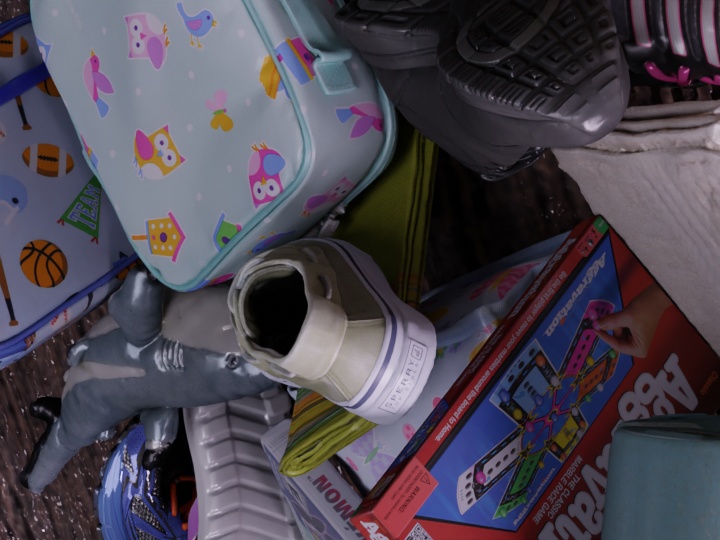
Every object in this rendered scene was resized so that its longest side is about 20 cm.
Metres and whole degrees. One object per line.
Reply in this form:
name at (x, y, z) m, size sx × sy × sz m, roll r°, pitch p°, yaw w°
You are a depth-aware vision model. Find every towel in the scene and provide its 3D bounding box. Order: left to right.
towel at (0.000, 0.000, 1.179) m, size 0.018 × 0.200 × 0.086 m, roll 31°, pitch 135°, yaw -25°
towel at (0.175, 0.006, 1.095) m, size 0.200 × 0.034 × 0.133 m, roll 54°, pitch 158°, yaw -21°

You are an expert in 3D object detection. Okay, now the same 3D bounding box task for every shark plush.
shark plush at (-0.119, 0.064, 1.295) m, size 0.200 × 0.091 × 0.083 m, roll -33°, pitch 73°, yaw 23°

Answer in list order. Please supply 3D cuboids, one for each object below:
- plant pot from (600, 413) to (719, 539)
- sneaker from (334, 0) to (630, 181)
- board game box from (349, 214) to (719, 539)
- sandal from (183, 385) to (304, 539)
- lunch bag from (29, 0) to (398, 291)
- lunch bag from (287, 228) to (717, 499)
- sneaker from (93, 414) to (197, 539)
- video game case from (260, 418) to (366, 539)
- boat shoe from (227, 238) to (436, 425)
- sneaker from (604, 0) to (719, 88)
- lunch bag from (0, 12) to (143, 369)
plant pot at (0.173, 0.160, 1.011) m, size 0.200 × 0.200 × 0.196 m, roll 2°, pitch 92°, yaw 35°
sneaker at (0.064, -0.079, 1.076) m, size 0.091 × 0.076 × 0.200 m, roll 62°, pitch 169°, yaw -25°
board game box at (0.083, 0.075, 1.070) m, size 0.103 × 0.200 × 0.019 m, roll 50°, pitch 141°, yaw -13°
sandal at (-0.063, 0.140, 1.339) m, size 0.050 × 0.082 × 0.203 m, roll -13°, pitch 76°, yaw 56°
lunch bag at (-0.068, -0.099, 1.220) m, size 0.160 × 0.077 × 0.200 m, roll -40°, pitch 71°, yaw 40°
lunch bag at (0.070, 0.087, 1.199) m, size 0.200 × 0.127 × 0.170 m, roll -28°, pitch 95°, yaw 49°
sneaker at (-0.085, 0.162, 1.394) m, size 0.078 × 0.075 × 0.200 m, roll -5°, pitch 117°, yaw 28°
video game case at (0.027, 0.188, 1.248) m, size 0.182 × 0.023 × 0.200 m, roll 46°, pitch 164°, yaw 38°
boat shoe at (-0.025, 0.016, 1.112) m, size 0.062 × 0.072 × 0.200 m, roll 29°, pitch 178°, yaw -21°
sneaker at (0.143, -0.101, 1.082) m, size 0.200 × 0.074 × 0.087 m, roll 42°, pitch 111°, yaw 19°
lunch bag at (-0.192, -0.039, 1.280) m, size 0.160 × 0.200 × 0.076 m, roll 54°, pitch 139°, yaw 0°
